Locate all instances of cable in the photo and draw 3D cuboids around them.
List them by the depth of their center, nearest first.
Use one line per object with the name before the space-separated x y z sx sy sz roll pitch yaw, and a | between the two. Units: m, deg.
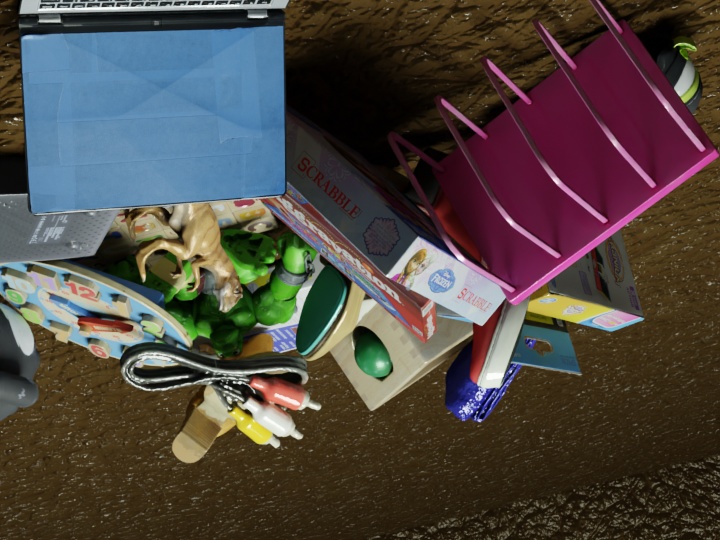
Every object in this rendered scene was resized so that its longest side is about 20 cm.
cable | -0.122 0.106 1.327 0.199 0.051 0.097 23 123 -38

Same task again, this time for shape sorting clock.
shape sorting clock | -0.250 0.042 1.329 0.197 0.040 0.201 16 152 9

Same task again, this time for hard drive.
hard drive | -0.299 -0.046 1.159 0.197 0.043 0.135 -4 158 -27

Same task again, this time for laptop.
laptop | -0.118 -0.136 0.922 0.185 0.117 0.200 -6 160 -23

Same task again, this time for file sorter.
file sorter | 0.141 -0.099 1.098 0.199 0.140 0.125 -37 152 16

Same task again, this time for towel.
towel | 0.165 0.065 1.554 0.201 0.049 0.148 -54 -176 14

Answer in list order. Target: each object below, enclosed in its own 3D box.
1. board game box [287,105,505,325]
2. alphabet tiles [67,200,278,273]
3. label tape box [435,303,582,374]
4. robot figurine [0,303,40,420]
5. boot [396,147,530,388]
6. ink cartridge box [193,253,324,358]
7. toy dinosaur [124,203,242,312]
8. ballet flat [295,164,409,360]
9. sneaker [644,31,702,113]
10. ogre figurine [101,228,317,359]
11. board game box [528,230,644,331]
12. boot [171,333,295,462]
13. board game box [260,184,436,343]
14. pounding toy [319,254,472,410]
board game box | 0.008 -0.050 1.140 0.041 0.199 0.200 -50 153 7
alphabet tiles | -0.179 -0.034 1.332 0.197 0.006 0.167 -15 160 2
label tape box | 0.126 0.008 1.360 0.063 0.203 0.143 -25 158 32
robot figurine | -0.380 0.079 1.325 0.148 0.127 0.200 -18 160 14
boot | 0.081 -0.004 1.247 0.142 0.203 0.073 11 162 3
ink cartridge box | -0.101 0.048 1.562 0.197 0.048 0.198 -15 162 7
toy dinosaur | -0.150 -0.046 1.244 0.105 0.061 0.201 -16 137 -6
ballet flat | 0.000 0.000 1.322 0.062 0.069 0.202 10 116 -27
sneaker | 0.190 -0.150 1.208 0.198 0.072 0.083 -20 132 20
ogre figurine | -0.134 0.020 1.373 0.198 0.099 0.121 -27 145 -8
board game box | 0.196 -0.029 1.380 0.040 0.155 0.199 -23 158 31
boot | -0.115 0.105 1.481 0.201 0.071 0.145 -41 -167 36
board game box | -0.015 -0.021 1.227 0.019 0.199 0.103 -46 164 -12
pounding toy | 0.043 0.032 1.470 0.199 0.143 0.184 -31 171 -30
